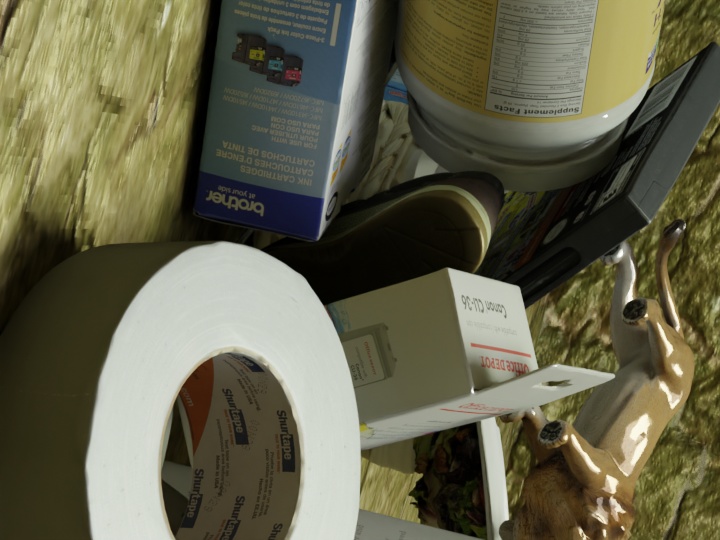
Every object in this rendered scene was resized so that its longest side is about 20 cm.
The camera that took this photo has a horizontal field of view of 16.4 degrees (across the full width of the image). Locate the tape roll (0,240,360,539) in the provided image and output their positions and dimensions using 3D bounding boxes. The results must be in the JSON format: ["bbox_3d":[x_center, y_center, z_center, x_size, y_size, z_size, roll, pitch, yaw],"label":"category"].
[{"bbox_3d":[-0.081,0.087,1.107,0.200,0.066,0.201,4,86,-56],"label":"tape roll"}]

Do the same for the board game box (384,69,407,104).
[{"bbox_3d":[0.099,-0.187,1.636,0.037,0.151,0.200,79,30,-73],"label":"board game box"}]

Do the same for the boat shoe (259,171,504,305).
[{"bbox_3d":[0.000,-0.001,1.377,0.066,0.201,0.072,-37,99,-52],"label":"boat shoe"}]

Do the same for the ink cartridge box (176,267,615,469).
[{"bbox_3d":[0.018,0.049,1.279,0.116,0.200,0.068,12,64,-68],"label":"ink cartridge box"}]

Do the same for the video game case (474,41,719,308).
[{"bbox_3d":[0.121,-0.035,1.430,0.181,0.026,0.200,-36,-170,35],"label":"video game case"}]

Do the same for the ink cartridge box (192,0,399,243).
[{"bbox_3d":[-0.031,-0.105,1.344,0.136,0.076,0.201,-56,156,-66],"label":"ink cartridge box"}]

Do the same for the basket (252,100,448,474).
[{"bbox_3d":[0.002,0.003,1.554,0.136,0.123,0.200,-63,163,-51],"label":"basket"}]

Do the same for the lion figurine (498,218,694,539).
[{"bbox_3d":[0.140,0.080,1.361,0.200,0.072,0.123,-50,131,-15],"label":"lion figurine"}]

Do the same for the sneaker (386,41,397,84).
[{"bbox_3d":[0.008,-0.161,1.489,0.077,0.076,0.200,74,32,-63],"label":"sneaker"}]

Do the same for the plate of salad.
[{"bbox_3d":[0.056,0.134,1.469,0.200,0.048,0.201,176,-90,-87],"label":"plate of salad"}]

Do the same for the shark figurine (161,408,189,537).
[{"bbox_3d":[-0.116,0.143,1.194,0.128,0.089,0.215,50,53,-77],"label":"shark figurine"}]

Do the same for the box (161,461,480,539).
[{"bbox_3d":[-0.039,0.210,1.334,0.152,0.199,0.107,-65,164,-47],"label":"box"}]

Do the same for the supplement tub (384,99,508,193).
[{"bbox_3d":[0.059,-0.055,1.720,0.200,0.144,0.145,81,25,-73],"label":"supplement tub"}]

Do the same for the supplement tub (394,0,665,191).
[{"bbox_3d":[0.093,-0.157,1.338,0.146,0.145,0.200,-66,166,-46],"label":"supplement tub"}]
